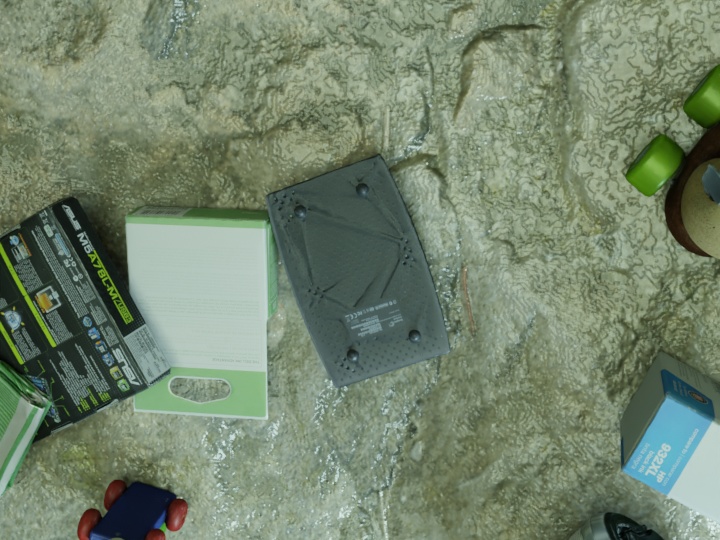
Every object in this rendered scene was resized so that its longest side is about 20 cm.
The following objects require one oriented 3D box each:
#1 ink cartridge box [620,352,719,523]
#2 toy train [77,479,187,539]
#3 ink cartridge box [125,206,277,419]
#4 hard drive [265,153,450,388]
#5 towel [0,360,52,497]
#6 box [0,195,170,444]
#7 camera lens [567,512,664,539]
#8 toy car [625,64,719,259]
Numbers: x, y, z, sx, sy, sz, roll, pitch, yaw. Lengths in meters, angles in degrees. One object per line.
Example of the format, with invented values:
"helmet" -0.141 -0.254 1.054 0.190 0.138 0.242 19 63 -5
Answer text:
"ink cartridge box" 0.340 0.171 1.209 0.199 0.145 0.084 29 104 4
"toy train" -0.241 0.297 1.321 0.084 0.200 0.117 15 108 7
"ink cartridge box" -0.155 0.041 1.333 0.144 0.048 0.202 2 105 10
"hard drive" 0.000 0.000 1.299 0.134 0.042 0.201 -19 97 13
"towel" -0.416 0.124 1.378 0.200 0.023 0.153 37 123 8
"box" -0.308 0.054 1.336 0.192 0.047 0.201 -26 95 35
"camera lens" 0.220 0.340 1.263 0.160 0.160 0.200 43 105 0
"toy car" 0.329 -0.069 1.145 0.164 0.200 0.158 39 105 1
